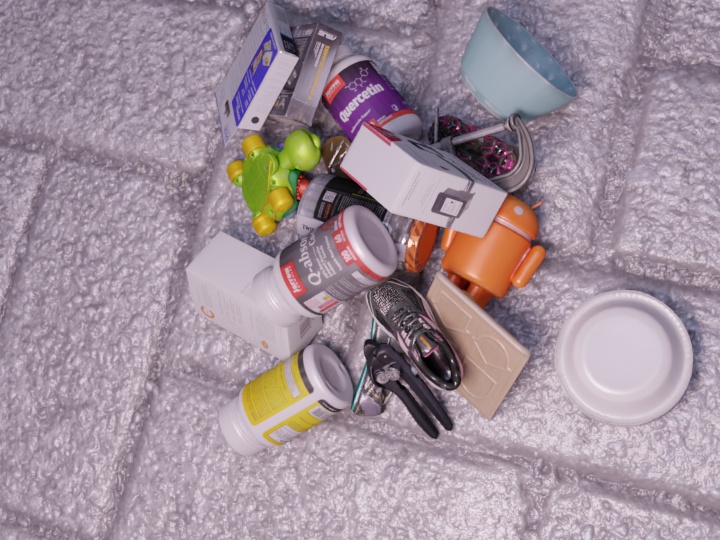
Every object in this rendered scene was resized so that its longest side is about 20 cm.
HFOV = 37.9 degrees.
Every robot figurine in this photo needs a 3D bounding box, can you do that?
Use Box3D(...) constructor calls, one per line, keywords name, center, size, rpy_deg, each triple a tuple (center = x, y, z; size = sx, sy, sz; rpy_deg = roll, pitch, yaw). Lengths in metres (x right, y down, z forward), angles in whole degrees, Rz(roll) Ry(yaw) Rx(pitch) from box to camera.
Box3D(name="robot figurine", center=(0.200, -0.037, 1.629), size=(0.200, 0.117, 0.144), rpy_deg=(-61, 26, -1))

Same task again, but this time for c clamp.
Box3D(name="c clamp", center=(0.183, -0.188, 1.613), size=(0.200, 0.027, 0.171), rpy_deg=(-5, 76, 42))

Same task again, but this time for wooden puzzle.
Box3D(name="wooden puzzle", center=(0.166, 0.111, 1.590), size=(0.046, 0.200, 0.185), rpy_deg=(-34, 67, -33))

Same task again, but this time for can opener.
Box3D(name="can opener", center=(0.078, 0.182, 1.608), size=(0.063, 0.079, 0.200), rpy_deg=(-33, 111, 24))

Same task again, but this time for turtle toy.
Box3D(name="turtle toy", center=(-0.133, -0.158, 1.738), size=(0.200, 0.101, 0.146), rpy_deg=(-48, 63, 49))

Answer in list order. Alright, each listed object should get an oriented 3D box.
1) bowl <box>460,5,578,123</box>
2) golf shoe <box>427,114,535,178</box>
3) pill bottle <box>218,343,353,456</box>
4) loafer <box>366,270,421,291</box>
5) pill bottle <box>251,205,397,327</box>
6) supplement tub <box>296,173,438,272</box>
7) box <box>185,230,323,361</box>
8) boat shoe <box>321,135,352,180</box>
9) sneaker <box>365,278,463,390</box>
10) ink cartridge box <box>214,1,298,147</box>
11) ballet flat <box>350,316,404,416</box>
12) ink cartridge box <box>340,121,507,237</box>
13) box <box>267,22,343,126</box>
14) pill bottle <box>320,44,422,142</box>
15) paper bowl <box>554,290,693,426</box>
Box3D(name="bowl", center=(0.234, -0.308, 1.647), size=(0.105, 0.201, 0.201), rpy_deg=(-43, 70, 25))
Box3D(name="golf shoe", center=(0.191, -0.189, 1.687), size=(0.200, 0.092, 0.073), rpy_deg=(36, 107, 40))
Box3D(name="pill bottle", center=(-0.121, 0.210, 1.668), size=(0.200, 0.114, 0.114), rpy_deg=(-32, 72, 20))
Box3D(name="loafer", center=(0.000, 0.000, 1.698), size=(0.200, 0.070, 0.070), rpy_deg=(2, 122, 11))
Box3D(name="pill bottle", center=(-0.055, -0.001, 1.538), size=(0.200, 0.116, 0.116), rpy_deg=(-32, 72, 25))
Box3D(name="supplement tub", center=(0.011, -0.070, 1.627), size=(0.200, 0.123, 0.123), rpy_deg=(18, 85, 20))
Box3D(name="box", center=(-0.170, 0.044, 1.704), size=(0.200, 0.124, 0.097), rpy_deg=(27, 58, 19))
Box3D(name="boat shoe", center=(-0.006, -0.124, 1.731), size=(0.074, 0.066, 0.200), rpy_deg=(-13, 87, 20))
Box3D(name="sneaker", center=(0.090, 0.095, 1.538), size=(0.080, 0.086, 0.200), rpy_deg=(-42, 96, 0))
Box3D(name="ink cartridge box", center=(-0.178, -0.326, 1.768), size=(0.200, 0.043, 0.198), rpy_deg=(-54, 30, 26))
Box3D(name="ballet flat", center=(0.037, 0.137, 1.669), size=(0.072, 0.072, 0.200), rpy_deg=(13, 91, 18))
Box3D(name="ink cartridge box", center=(0.094, -0.131, 1.536), size=(0.145, 0.200, 0.083), rpy_deg=(43, 112, 43))
Box3D(name="box", center=(-0.107, -0.324, 1.735), size=(0.048, 0.200, 0.159), rpy_deg=(18, 92, -23))
Box3D(name="pill bottle", center=(0.006, -0.276, 1.734), size=(0.112, 0.112, 0.200), rpy_deg=(-39, 71, 6))
Box3D(name="paper bowl", center=(0.388, 0.129, 1.548), size=(0.201, 0.104, 0.201), rpy_deg=(-3, 78, 15))
